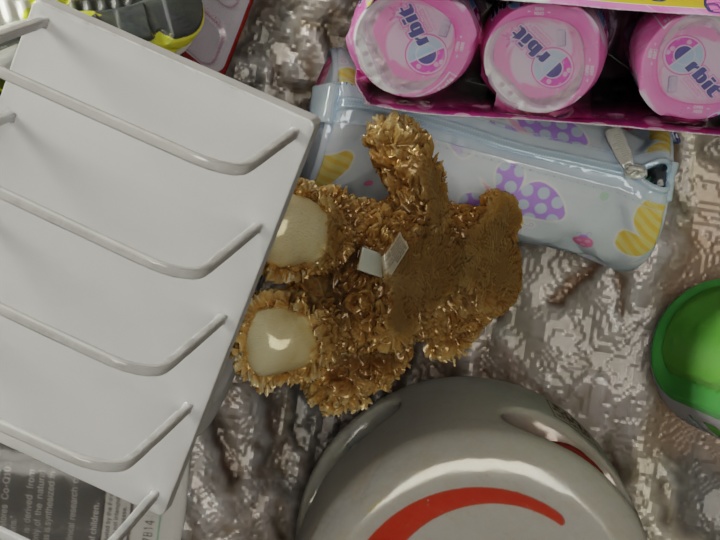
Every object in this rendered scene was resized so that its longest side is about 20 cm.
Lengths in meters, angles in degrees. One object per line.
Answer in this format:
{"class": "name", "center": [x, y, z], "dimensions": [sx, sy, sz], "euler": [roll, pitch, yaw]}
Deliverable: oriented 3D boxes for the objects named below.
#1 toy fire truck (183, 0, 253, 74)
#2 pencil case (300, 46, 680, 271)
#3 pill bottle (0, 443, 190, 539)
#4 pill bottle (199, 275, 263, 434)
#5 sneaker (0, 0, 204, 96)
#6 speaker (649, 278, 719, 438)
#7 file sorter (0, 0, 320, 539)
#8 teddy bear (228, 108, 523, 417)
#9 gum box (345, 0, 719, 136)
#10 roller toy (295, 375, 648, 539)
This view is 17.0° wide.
{"class": "toy fire truck", "center": [-0.101, -0.213, 1.218], "dimensions": [0.168, 0.112, 0.201], "euler": [41, 55, -36]}
{"class": "pencil case", "center": [0.066, -0.058, 1.265], "dimensions": [0.199, 0.091, 0.084], "euler": [12, 93, -7]}
{"class": "pill bottle", "center": [-0.189, 0.092, 1.230], "dimensions": [0.199, 0.113, 0.114], "euler": [5, 93, -8]}
{"class": "pill bottle", "center": [-0.155, 0.001, 1.169], "dimensions": [0.199, 0.112, 0.113], "euler": [17, 91, 7]}
{"class": "sneaker", "center": [-0.173, -0.097, 1.131], "dimensions": [0.199, 0.085, 0.075], "euler": [-2, 53, -17]}
{"class": "speaker", "center": [0.207, 0.050, 1.232], "dimensions": [0.088, 0.200, 0.089], "euler": [0, 93, -7]}
{"class": "file sorter", "center": [-0.127, 0.008, 1.042], "dimensions": [0.138, 0.125, 0.201], "euler": [24, 107, 6]}
{"class": "teddy bear", "center": [0.000, 0.000, 1.173], "dimensions": [0.200, 0.066, 0.146], "euler": [-31, 117, -47]}
{"class": "gum box", "center": [0.094, -0.126, 1.187], "dimensions": [0.199, 0.114, 0.067], "euler": [5, 120, 1]}
{"class": "roller toy", "center": [0.059, 0.153, 1.251], "dimensions": [0.199, 0.140, 0.184], "euler": [-7, 103, 0]}
